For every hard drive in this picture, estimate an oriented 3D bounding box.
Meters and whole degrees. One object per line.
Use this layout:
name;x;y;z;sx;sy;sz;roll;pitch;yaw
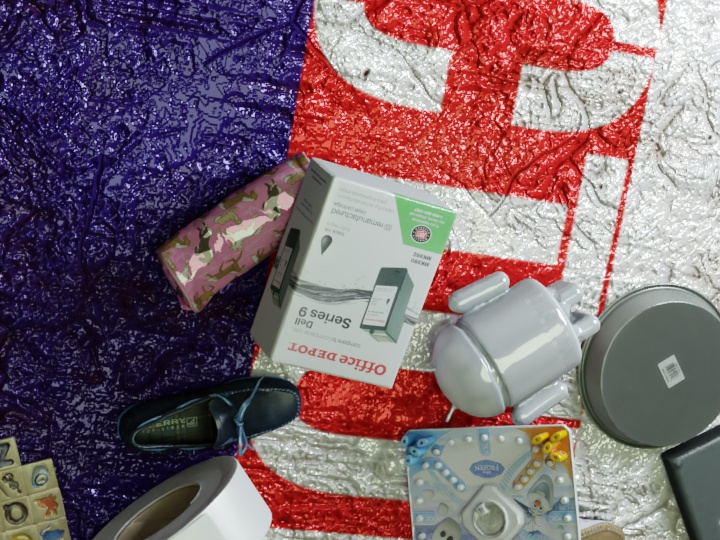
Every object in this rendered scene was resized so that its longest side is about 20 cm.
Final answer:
hard drive;0.455;0.281;1.885;0.139;0.033;0.201;-24;107;-10

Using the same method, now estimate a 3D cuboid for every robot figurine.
robot figurine;0.162;0.085;1.720;0.200;0.113;0.170;-31;95;-8

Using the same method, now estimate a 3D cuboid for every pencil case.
pencil case;-0.117;-0.040;1.632;0.200;0.083;0.087;-33;97;-7

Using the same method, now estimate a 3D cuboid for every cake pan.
cake pan;0.351;0.115;1.820;0.199;0.037;0.201;-3;102;-15

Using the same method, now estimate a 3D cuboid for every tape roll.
tape roll;-0.191;0.278;1.611;0.202;0.202;0.071;-33;102;-7

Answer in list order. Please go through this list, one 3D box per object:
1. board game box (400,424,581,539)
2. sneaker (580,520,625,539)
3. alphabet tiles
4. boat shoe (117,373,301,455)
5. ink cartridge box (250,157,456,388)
board game box;0.141;0.272;1.712;0.199;0.026;0.201;-5;90;28
sneaker;0.216;0.310;1.813;0.200;0.108;0.070;7;98;-48
alphabet tiles;-0.394;0.280;1.660;0.166;0.006;0.201;-14;105;-13
boat shoe;-0.155;0.167;1.670;0.199;0.069;0.085;-16;105;-12
ink cartridge box;-0.008;0.005;1.595;0.145;0.084;0.201;14;103;-23
